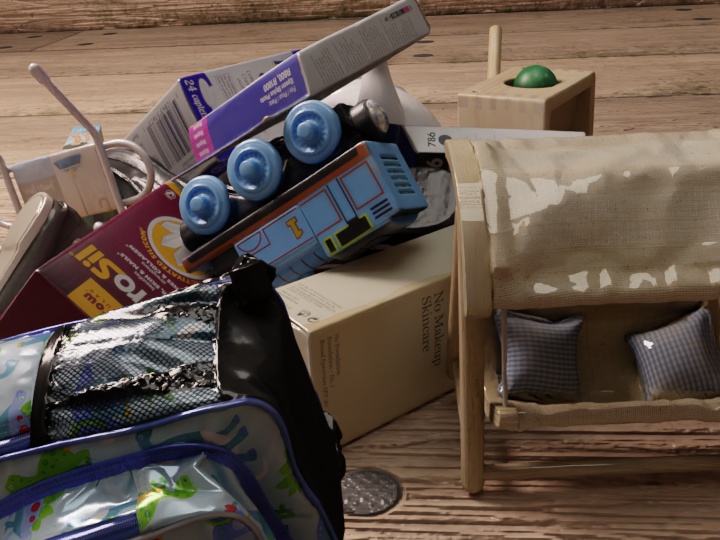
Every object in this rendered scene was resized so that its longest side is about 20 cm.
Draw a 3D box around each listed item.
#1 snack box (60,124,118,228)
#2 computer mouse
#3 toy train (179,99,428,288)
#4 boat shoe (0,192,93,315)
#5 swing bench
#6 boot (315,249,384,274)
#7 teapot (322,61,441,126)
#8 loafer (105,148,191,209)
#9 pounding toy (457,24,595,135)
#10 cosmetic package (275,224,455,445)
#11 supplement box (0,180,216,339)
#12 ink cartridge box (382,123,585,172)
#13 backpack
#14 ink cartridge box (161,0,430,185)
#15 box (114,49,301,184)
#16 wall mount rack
[{"bbox_3d":[-0.307,-0.084,0.951,0.037,0.117,0.200,-8,24,-8],"label":"snack box"},{"bbox_3d":[-0.003,-0.072,0.757,0.199,0.046,0.141,-5,53,11],"label":"computer mouse"},{"bbox_3d":[-0.051,-0.047,0.648,0.200,0.115,0.087,-31,-8,22],"label":"toy train"},{"bbox_3d":[-0.283,0.033,0.678,0.067,0.057,0.200,7,66,51],"label":"boat shoe"},{"bbox_3d":[0.157,0.021,0.530,0.198,0.201,0.130,-3,33,1],"label":"swing bench"},{"bbox_3d":[0.000,0.000,0.776,0.199,0.073,0.151,-9,23,-10],"label":"boot"},{"bbox_3d":[0.001,-0.142,0.930,0.200,0.147,0.197,-20,-15,31],"label":"teapot"},{"bbox_3d":[-0.206,-0.066,0.845,0.200,0.068,0.070,27,64,28],"label":"loafer"},{"bbox_3d":[0.177,-0.164,0.964,0.142,0.201,0.184,11,28,31],"label":"pounding toy"},{"bbox_3d":[0.025,0.045,0.635,0.200,0.104,0.073,-21,31,-32],"label":"cosmetic package"},{"bbox_3d":[-0.180,0.021,0.676,0.110,0.086,0.200,43,28,-5],"label":"supplement box"},{"bbox_3d":[0.105,-0.090,0.796,0.199,0.100,0.039,3,56,-1],"label":"ink cartridge box"},{"bbox_3d":[-0.117,0.112,0.411,0.199,0.183,0.147,-11,44,6],"label":"backpack"},{"bbox_3d":[-0.066,-0.155,0.735,0.200,0.043,0.196,-36,12,-37],"label":"ink cartridge box"},{"bbox_3d":[-0.165,-0.165,1.034,0.200,0.105,0.184,-29,1,-43],"label":"box"},{"bbox_3d":[-0.304,-0.098,0.793,0.199,0.174,0.075,-11,18,17],"label":"wall mount rack"}]
